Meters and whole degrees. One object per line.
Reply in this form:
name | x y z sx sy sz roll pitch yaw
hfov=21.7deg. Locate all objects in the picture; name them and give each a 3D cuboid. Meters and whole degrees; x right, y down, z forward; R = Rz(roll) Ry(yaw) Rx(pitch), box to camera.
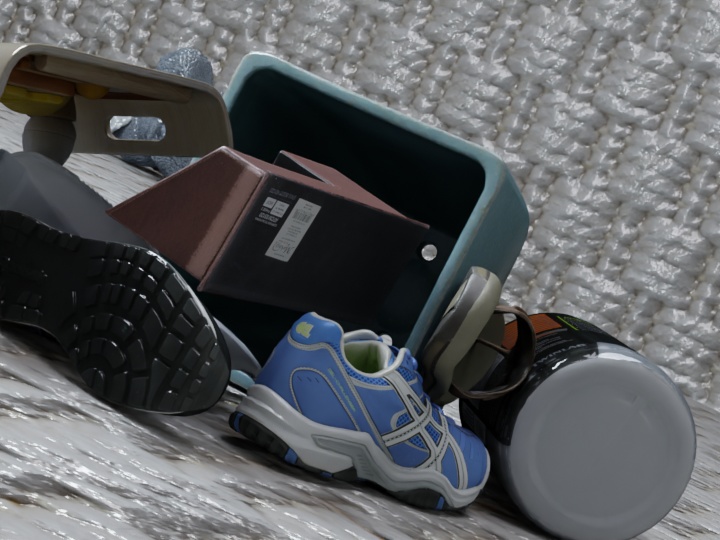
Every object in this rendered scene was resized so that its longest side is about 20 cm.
plant pot | 0.000 0.000 1.247 0.196 0.196 0.200 26 -1 23
koala plush | -0.271 -0.191 2.607 0.200 0.184 0.177 0 -22 40
desk organizer | -0.048 -0.027 1.052 0.077 0.072 0.200 35 9 25
sneaker | -0.123 0.025 1.002 0.200 0.076 0.088 28 -1 40
sneaker | 0.016 0.080 1.037 0.076 0.077 0.200 25 1 37
dustpan and brush | -0.139 0.005 1.129 0.200 0.057 0.140 50 -23 -3
supplement tub | 0.132 0.094 1.210 0.123 0.123 0.200 24 4 -9
flip flop | 0.074 0.044 1.100 0.058 0.081 0.200 25 -9 6
toy food set | -0.188 -0.089 1.069 0.143 0.060 0.200 5 -1 34
